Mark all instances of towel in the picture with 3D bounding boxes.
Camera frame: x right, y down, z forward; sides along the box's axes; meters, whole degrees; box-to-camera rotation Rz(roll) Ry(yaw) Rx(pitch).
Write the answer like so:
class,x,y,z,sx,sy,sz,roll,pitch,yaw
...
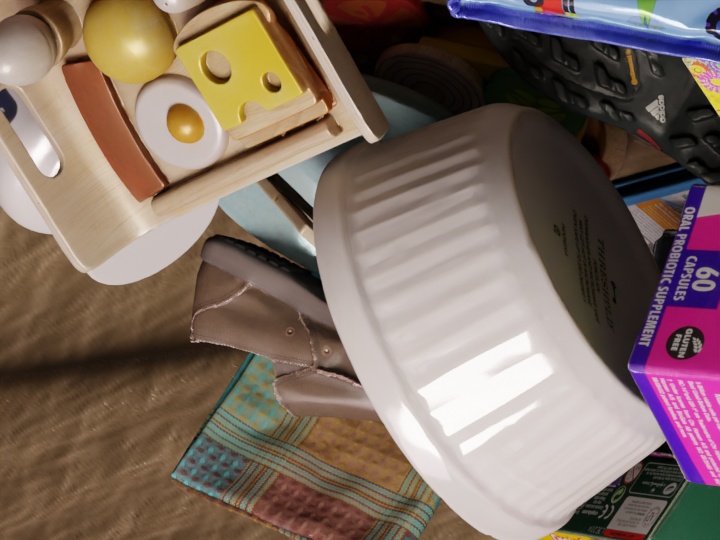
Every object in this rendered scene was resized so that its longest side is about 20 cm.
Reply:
class,x,y,z,sx,sy,sz,roll,pitch,yaw
towel,0.003,0.066,1.340,0.146,0.200,0.022,20,148,21

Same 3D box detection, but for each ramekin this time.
class,x,y,z,sx,sy,sz,roll,pitch,yaw
ramekin,0.072,0.015,1.105,0.094,0.203,0.202,-29,129,23

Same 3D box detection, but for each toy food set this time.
class,x,y,z,sx,sy,sz,roll,pitch,yaw
toy food set,0.043,-0.087,1.259,0.199,0.049,0.198,14,151,16
toy food set,-0.094,-0.089,1.070,0.200,0.060,0.144,-21,105,41

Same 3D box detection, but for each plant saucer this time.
class,x,y,z,sx,sy,sz,roll,pitch,yaw
plant saucer,0.008,-0.052,1.251,0.200,0.039,0.201,18,152,10

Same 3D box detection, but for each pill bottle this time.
class,x,y,z,sx,sy,sz,roll,pitch,yaw
pill bottle,-0.159,-0.090,1.233,0.200,0.111,0.111,50,164,27

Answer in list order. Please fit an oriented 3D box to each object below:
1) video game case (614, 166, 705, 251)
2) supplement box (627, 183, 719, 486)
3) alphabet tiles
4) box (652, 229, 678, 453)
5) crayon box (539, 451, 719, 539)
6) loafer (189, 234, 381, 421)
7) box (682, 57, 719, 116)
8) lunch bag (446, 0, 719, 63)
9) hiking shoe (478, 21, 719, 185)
class,x,y,z,sx,sy,sz,roll,pitch,yaw
video game case,0.201,-0.008,1.319,0.143,0.018,0.200,39,148,-28
supplement box,0.231,0.036,1.024,0.199,0.102,0.103,5,148,30
alphabet tiles,0.000,0.000,1.193,0.200,0.008,0.167,44,-178,-36
box,0.265,0.079,1.281,0.199,0.125,0.197,3,157,23
crayon box,0.182,0.164,1.248,0.172,0.058,0.200,38,167,-13
loafer,-0.010,0.052,1.309,0.199,0.071,0.073,29,-173,23
box,0.276,-0.081,1.024,0.192,0.122,0.200,-1,145,38
lunch bag,0.152,-0.156,0.944,0.199,0.151,0.094,17,152,9
hiking shoe,0.130,-0.099,1.144,0.200,0.074,0.087,39,-170,2
